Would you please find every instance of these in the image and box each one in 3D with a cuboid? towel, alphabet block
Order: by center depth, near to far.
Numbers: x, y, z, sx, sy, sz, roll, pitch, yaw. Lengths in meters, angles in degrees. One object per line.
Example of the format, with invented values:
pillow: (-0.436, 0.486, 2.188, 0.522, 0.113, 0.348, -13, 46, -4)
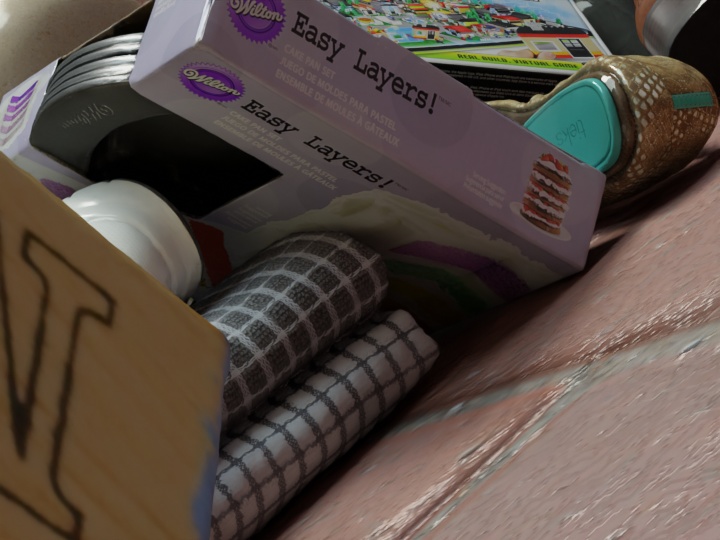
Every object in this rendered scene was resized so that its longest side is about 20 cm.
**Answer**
alphabet block: (-0.182, 0.072, 0.975, 0.195, 0.200, 0.197, -32, 33, 27)
towel: (-0.085, 0.069, 1.199, 0.166, 0.086, 0.200, -41, 9, -35)

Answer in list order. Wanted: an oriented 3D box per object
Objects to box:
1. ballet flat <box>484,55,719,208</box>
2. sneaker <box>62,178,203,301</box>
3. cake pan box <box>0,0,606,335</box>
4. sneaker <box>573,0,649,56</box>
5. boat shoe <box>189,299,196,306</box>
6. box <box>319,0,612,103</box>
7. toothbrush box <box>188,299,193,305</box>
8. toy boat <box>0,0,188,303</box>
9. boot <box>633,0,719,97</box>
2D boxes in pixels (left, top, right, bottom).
ballet flat: (0.087, -0.046, 1.268, 0.065, 0.071, 0.200, -10, -2, -27)
sneaker: (-0.157, 0.030, 1.185, 0.200, 0.075, 0.087, -30, 13, 30)
cake pan box: (-0.033, -0.039, 1.205, 0.184, 0.200, 0.052, -25, 42, 50)
sneaker: (0.158, -0.140, 1.482, 0.200, 0.081, 0.086, -35, -15, 22)
boat shoe: (-0.039, 0.018, 1.375, 0.200, 0.065, 0.073, -55, 9, 4)
box: (0.013, -0.104, 1.385, 0.110, 0.199, 0.035, -116, 35, -57)
toothbrush box: (-0.037, -0.063, 1.612, 0.200, 0.086, 0.146, -36, 6, 11)
toy boat: (-0.151, -0.053, 1.351, 0.130, 0.200, 0.131, 11, 58, 26)
boot: (0.187, -0.180, 1.356, 0.188, 0.068, 0.200, -47, 26, 15)
